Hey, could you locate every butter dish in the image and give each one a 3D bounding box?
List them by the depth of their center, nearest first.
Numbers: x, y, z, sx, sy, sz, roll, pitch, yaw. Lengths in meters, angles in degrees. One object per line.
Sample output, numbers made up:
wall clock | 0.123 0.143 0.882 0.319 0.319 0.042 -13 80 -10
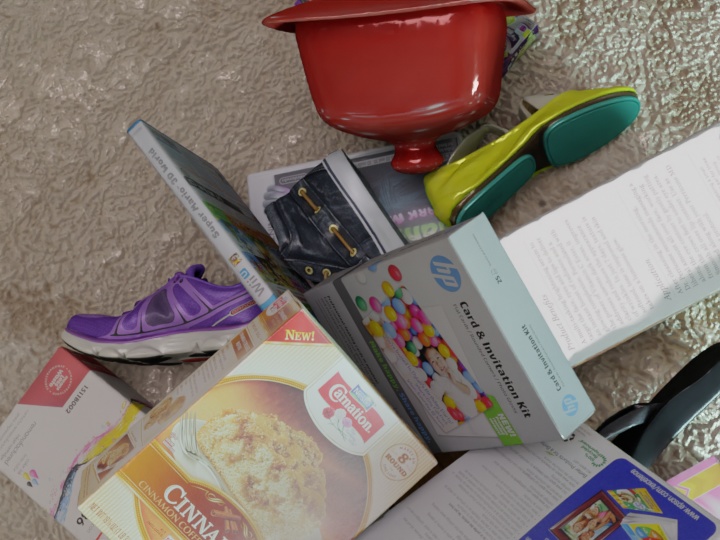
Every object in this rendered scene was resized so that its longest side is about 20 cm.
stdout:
butter dish | 0.041 -0.153 0.868 0.199 0.200 0.148 -2 100 13

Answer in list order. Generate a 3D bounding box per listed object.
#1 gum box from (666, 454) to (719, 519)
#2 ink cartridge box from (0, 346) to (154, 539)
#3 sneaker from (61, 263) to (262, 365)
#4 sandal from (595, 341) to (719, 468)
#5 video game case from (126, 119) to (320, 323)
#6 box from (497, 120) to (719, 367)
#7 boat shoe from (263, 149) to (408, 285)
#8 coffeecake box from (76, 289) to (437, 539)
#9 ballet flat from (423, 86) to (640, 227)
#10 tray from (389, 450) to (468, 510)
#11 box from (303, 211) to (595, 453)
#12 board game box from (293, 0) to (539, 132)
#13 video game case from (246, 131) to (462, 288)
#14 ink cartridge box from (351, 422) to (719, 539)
gum box | 0.206 0.238 0.795 0.200 0.066 0.114 -31 72 5
ink cartridge box | -0.208 0.171 0.913 0.200 0.068 0.117 34 85 19
sneaker | -0.162 0.038 0.926 0.199 0.081 0.084 -7 78 13
sandal | 0.208 0.122 0.821 0.200 0.076 0.043 -43 90 -10
video game case | -0.100 -0.030 0.876 0.018 0.143 0.200 -42 70 6
box | 0.198 -0.006 0.808 0.200 0.152 0.107 -28 81 6
boat shoe | 0.000 0.000 0.887 0.091 0.071 0.201 -36 65 7
coffeecake box | -0.072 0.139 0.757 0.200 0.073 0.154 -42 105 -3
ballet flat | 0.139 -0.109 0.896 0.200 0.067 0.067 -34 57 -6
tray | 0.089 0.207 0.790 0.098 0.037 0.200 -33 34 4
box | 0.056 0.056 0.772 0.041 0.200 0.156 -34 98 -34
board game box | 0.049 -0.230 0.975 0.200 0.032 0.120 40 92 19
video game case | 0.003 -0.017 0.933 0.199 0.023 0.183 -10 74 11
ink cartridge box | 0.110 0.191 0.712 0.200 0.047 0.198 -36 33 -11
